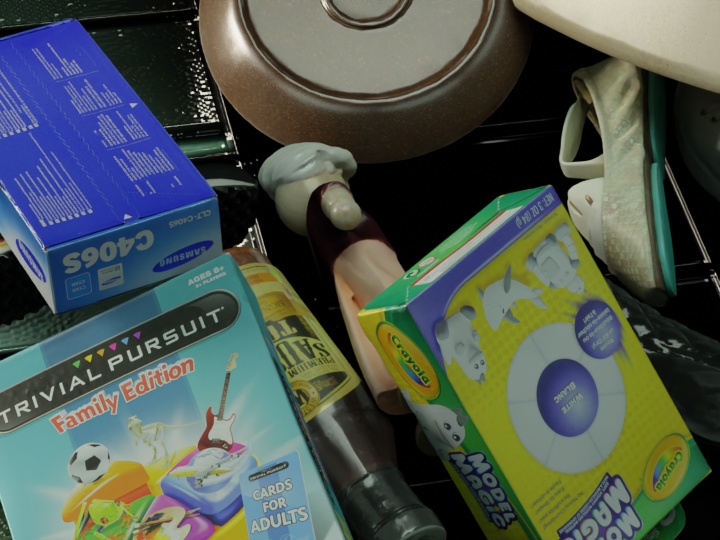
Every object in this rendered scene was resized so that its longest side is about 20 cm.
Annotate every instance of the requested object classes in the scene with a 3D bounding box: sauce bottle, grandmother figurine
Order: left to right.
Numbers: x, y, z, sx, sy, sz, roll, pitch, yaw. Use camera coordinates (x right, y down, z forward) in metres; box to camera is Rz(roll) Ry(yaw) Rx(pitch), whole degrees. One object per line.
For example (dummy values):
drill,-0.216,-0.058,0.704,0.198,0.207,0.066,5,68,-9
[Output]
sauce bottle,-0.024,0.072,1.279,0.066,0.066,0.200,-23,53,-25
grandmother figurine,0.000,0.000,1.315,0.060,0.121,0.200,-22,48,-12

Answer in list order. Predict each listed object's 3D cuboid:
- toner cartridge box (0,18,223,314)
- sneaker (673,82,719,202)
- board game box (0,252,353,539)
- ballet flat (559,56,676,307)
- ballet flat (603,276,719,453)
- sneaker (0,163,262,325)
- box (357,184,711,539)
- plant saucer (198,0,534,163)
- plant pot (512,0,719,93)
toner cartridge box,-0.155,-0.059,1.307,0.095,0.043,0.200,-19,40,-18
sneaker,0.238,-0.067,1.422,0.073,0.085,0.200,-10,47,-14
board game box,-0.095,0.107,1.210,0.151,0.047,0.200,-26,55,2
ballet flat,0.145,-0.048,1.419,0.062,0.068,0.200,-9,40,12
ballet flat,0.138,0.043,1.345,0.200,0.057,0.067,32,95,22
sneaker,-0.155,-0.036,1.357,0.200,0.070,0.090,-18,54,-20
box,0.094,0.073,1.233,0.117,0.048,0.200,-39,107,-33
plant saucer,0.003,-0.159,1.471,0.200,0.035,0.201,-1,65,1
plant pot,0.199,-0.209,1.447,0.177,0.200,0.200,10,10,32
